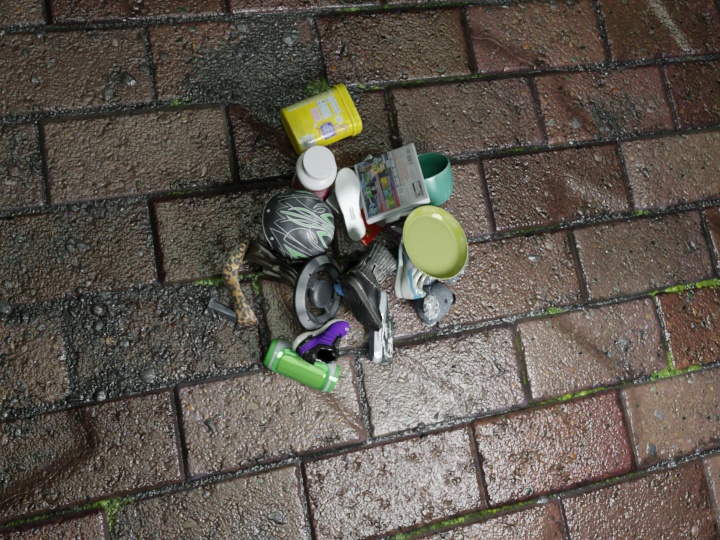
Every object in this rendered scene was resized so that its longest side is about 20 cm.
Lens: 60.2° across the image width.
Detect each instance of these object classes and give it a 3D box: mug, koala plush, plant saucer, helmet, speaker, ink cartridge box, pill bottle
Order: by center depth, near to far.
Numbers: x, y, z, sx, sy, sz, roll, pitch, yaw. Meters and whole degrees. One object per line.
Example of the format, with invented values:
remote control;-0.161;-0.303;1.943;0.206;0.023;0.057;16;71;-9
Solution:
plant saucer;0.190;-0.069;1.617;0.196;0.031;0.204;10;68;-24
speaker;-0.155;0.252;1.646;0.197;0.088;0.090;24;76;-7
helmet;-0.165;-0.120;1.655;0.196;0.191;0.205;2;79;-12
pill bottle;-0.125;-0.261;1.684;0.110;0.200;0.116;2;80;-11
koala plush;0.198;0.050;1.723;0.180;0.178;0.205;5;79;1
mug;0.175;-0.242;1.773;0.182;0.153;0.116;-21;126;-4
ink cartridge box;0.021;-0.203;1.787;0.173;0.044;0.200;43;75;0

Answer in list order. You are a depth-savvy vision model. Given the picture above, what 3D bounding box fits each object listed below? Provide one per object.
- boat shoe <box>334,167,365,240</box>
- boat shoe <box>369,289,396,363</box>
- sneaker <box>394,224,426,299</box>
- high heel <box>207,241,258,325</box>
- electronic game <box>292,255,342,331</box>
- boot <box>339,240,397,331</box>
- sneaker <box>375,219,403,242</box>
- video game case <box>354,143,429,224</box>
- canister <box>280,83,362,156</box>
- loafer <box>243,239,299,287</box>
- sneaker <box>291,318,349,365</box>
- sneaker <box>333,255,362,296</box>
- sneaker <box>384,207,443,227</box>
boat shoe;-0.035;-0.182;1.698;0.069;0.064;0.204;-15;111;-14
boat shoe;0.064;0.157;1.725;0.069;0.072;0.205;5;89;-20
sneaker;0.143;-0.025;1.641;0.079;0.076;0.205;3;85;22
high heel;-0.306;0.039;1.654;0.140;0.071;0.203;24;92;0
electronic game;-0.110;0.060;1.656;0.041;0.200;0.203;10;73;35
boot;0.040;0.044;1.640;0.158;0.078;0.213;-50;136;-29
sneaker;0.099;-0.157;1.776;0.199;0.074;0.101;39;66;-23
video game case;0.083;-0.240;1.701;0.179;0.023;0.203;-19;58;11
canister;-0.115;-0.430;1.777;0.197;0.087;0.151;-25;86;-14
loafer;-0.235;0.002;1.687;0.199;0.073;0.072;36;79;6
sneaker;-0.084;0.199;1.634;0.099;0.070;0.198;40;37;25
sneaker;0.000;0.000;1.694;0.070;0.083;0.199;35;37;12
sneaker;0.159;-0.112;1.721;0.197;0.075;0.116;-7;90;-31
